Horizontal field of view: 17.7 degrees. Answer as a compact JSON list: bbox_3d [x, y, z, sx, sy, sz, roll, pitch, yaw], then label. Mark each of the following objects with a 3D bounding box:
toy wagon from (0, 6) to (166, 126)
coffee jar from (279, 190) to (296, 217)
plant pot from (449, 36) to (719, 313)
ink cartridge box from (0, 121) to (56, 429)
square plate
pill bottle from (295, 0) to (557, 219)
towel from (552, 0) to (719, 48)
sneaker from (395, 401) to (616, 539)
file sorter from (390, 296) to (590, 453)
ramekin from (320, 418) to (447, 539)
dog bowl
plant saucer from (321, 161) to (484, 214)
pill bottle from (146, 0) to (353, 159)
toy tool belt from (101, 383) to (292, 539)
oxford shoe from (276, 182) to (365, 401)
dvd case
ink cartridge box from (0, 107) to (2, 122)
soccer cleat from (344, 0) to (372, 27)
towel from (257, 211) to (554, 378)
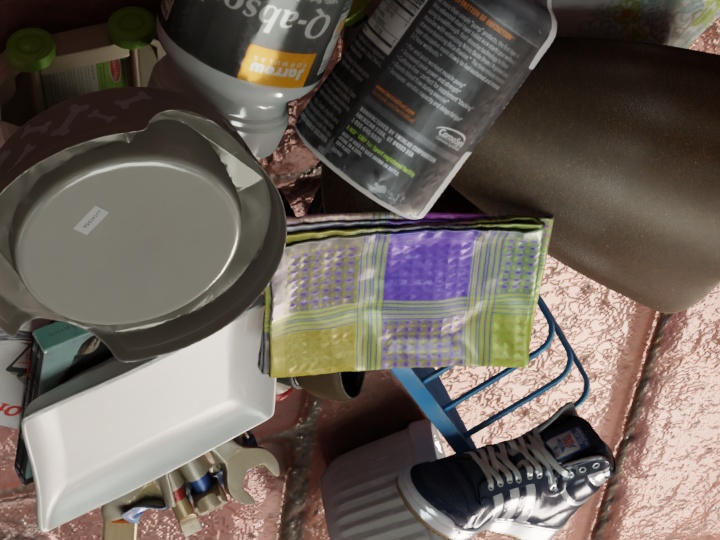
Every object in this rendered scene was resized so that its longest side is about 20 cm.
[{"bbox_3d":[-0.163,-0.114,1.576,0.199,0.040,0.156,-14,141,-13],"label":"toy wagon"},{"bbox_3d":[-0.135,0.013,1.699,0.104,0.086,0.200,12,131,-48],"label":"coffee jar"},{"bbox_3d":[0.151,-0.086,1.602,0.199,0.188,0.187,16,129,-22],"label":"plant pot"},{"bbox_3d":[-0.239,0.009,1.577,0.145,0.084,0.200,18,127,-45],"label":"ink cartridge box"},{"bbox_3d":[-0.149,0.097,1.638,0.197,0.029,0.200,-26,157,-17],"label":"square plate"},{"bbox_3d":[0.055,-0.141,1.485,0.106,0.106,0.200,27,104,-45],"label":"pill bottle"},{"bbox_3d":[0.158,-0.186,1.653,0.199,0.048,0.171,20,122,-42],"label":"towel"},{"bbox_3d":[0.118,0.153,1.784,0.109,0.070,0.199,-46,147,24],"label":"sneaker"},{"bbox_3d":[0.081,0.040,1.803,0.122,0.139,0.200,-30,142,4],"label":"file sorter"},{"bbox_3d":[0.036,0.235,1.968,0.104,0.201,0.201,-15,142,3],"label":"ramekin"},{"bbox_3d":[-0.148,-0.031,1.449,0.199,0.059,0.201,-10,136,-10],"label":"dog bowl"},{"bbox_3d":[0.061,-0.050,1.642,0.200,0.202,0.037,10,160,-36],"label":"plant saucer"},{"bbox_3d":[-0.062,-0.178,1.464,0.116,0.117,0.201,5,122,-32],"label":"pill bottle"},{"bbox_3d":[-0.129,0.140,1.810,0.199,0.125,0.123,-21,114,2],"label":"toy tool belt"},{"bbox_3d":[0.000,0.000,1.675,0.073,0.084,0.201,-20,127,-57],"label":"oxford shoe"},{"bbox_3d":[-0.170,0.073,1.628,0.145,0.022,0.200,-22,157,-25],"label":"dvd case"},{"bbox_3d":[-0.338,-0.056,1.547,0.199,0.048,0.146,-17,142,-17],"label":"ink cartridge box"},{"bbox_3d":[0.005,-0.228,1.523,0.084,0.065,0.200,38,117,-23],"label":"soccer cleat"},{"bbox_3d":[0.027,0.019,1.572,0.199,0.023,0.144,-1,132,-9],"label":"towel"}]
